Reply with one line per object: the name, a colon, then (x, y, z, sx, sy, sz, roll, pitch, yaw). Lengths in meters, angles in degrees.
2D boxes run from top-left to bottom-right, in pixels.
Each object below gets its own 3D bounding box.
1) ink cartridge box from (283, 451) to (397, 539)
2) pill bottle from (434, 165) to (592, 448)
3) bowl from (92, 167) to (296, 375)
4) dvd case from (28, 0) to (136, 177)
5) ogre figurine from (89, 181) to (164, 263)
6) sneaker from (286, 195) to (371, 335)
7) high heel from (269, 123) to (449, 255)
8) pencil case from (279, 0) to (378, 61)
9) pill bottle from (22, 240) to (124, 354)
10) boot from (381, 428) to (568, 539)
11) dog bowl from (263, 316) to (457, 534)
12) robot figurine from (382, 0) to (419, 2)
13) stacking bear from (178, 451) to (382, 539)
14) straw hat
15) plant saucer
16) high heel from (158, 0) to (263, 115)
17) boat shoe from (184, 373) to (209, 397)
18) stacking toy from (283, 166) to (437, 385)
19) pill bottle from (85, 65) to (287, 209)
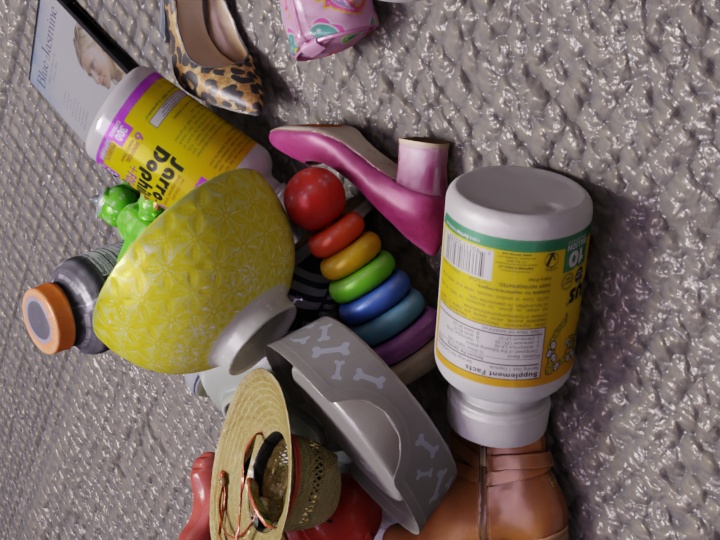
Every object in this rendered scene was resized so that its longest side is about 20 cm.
ink cartridge box: (-0.003, 0.285, 1.213, 0.195, 0.043, 0.203, 10, 114, 44)
pill bottle: (0.115, 0.031, 0.916, 0.112, 0.112, 0.203, 25, 123, 39)
bowl: (-0.118, 0.024, 1.003, 0.108, 0.199, 0.201, 44, 135, 15)
dvd case: (-0.323, -0.224, 1.370, 0.200, 0.017, 0.144, 46, 136, 26)
ogre figurine: (-0.191, -0.043, 1.217, 0.098, 0.119, 0.201, -47, 69, 35)
sneaker: (-0.033, 0.022, 1.116, 0.109, 0.070, 0.200, 48, 123, -2)
high heel: (-0.005, -0.076, 1.041, 0.198, 0.067, 0.097, 12, 105, 31)
pencil case: (-0.052, -0.281, 0.991, 0.087, 0.087, 0.202, -15, 95, 50)
pill bottle: (-0.259, 0.025, 1.265, 0.106, 0.199, 0.108, 23, 123, 41)
boot: (0.093, 0.193, 1.043, 0.198, 0.073, 0.157, -4, 103, 34)
dog bowl: (0.003, 0.124, 0.987, 0.200, 0.058, 0.200, 48, 167, 14)
robot figurine: (0.032, -0.298, 0.857, 0.150, 0.123, 0.202, 40, 133, 47)
stacking bear: (-0.067, 0.241, 1.154, 0.198, 0.113, 0.123, -12, 59, 38)
straw hat: (-0.063, 0.189, 1.050, 0.201, 0.084, 0.204, -33, 52, 58)
plant saucer: (-0.078, 0.132, 1.140, 0.198, 0.051, 0.201, 17, 149, 10)
high heel: (-0.143, -0.245, 1.115, 0.200, 0.071, 0.144, 48, 143, 36)
boat shoe: (-0.126, 0.088, 1.245, 0.062, 0.072, 0.200, 55, 136, 14)
stacking toy: (0.000, 0.000, 1.023, 0.085, 0.085, 0.201, -21, 103, 50)
pill bottle: (-0.156, -0.099, 1.132, 0.199, 0.105, 0.105, 34, 135, -2)
